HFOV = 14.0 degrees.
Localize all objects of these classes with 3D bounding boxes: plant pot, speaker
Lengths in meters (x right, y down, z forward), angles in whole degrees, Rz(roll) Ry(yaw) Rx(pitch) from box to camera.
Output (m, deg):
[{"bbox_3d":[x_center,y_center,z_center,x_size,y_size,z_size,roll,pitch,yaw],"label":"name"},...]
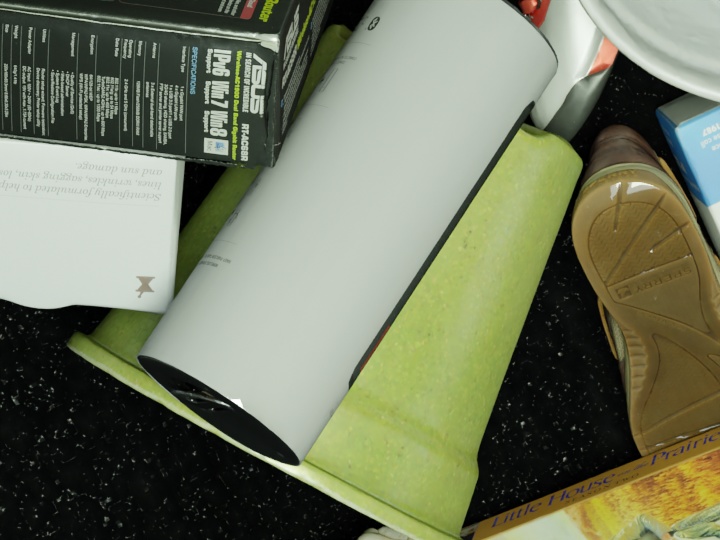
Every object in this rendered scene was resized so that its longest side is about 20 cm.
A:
[{"bbox_3d":[0.000,0.000,1.296,0.200,0.200,0.185,28,88,-8],"label":"plant pot"},{"bbox_3d":[-0.006,-0.023,1.176,0.081,0.081,0.200,35,76,-9],"label":"speaker"}]

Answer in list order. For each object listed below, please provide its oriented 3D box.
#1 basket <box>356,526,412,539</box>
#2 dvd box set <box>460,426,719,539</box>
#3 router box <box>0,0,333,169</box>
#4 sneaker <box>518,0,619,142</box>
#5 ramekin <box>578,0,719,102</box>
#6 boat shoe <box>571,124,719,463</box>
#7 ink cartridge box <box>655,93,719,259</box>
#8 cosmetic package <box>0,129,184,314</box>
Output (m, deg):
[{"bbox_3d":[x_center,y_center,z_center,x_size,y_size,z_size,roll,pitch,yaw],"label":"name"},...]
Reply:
[{"bbox_3d":[0.048,0.246,1.306,0.198,0.161,0.201,13,114,23],"label":"basket"},{"bbox_3d":[0.136,0.163,1.371,0.199,0.029,0.147,-23,103,21],"label":"dvd box set"},{"bbox_3d":[-0.090,-0.121,1.209,0.149,0.200,0.062,7,121,6],"label":"router box"},{"bbox_3d":[0.080,-0.165,1.316,0.108,0.067,0.202,18,97,-5],"label":"sneaker"},{"bbox_3d":[0.175,-0.178,1.215,0.199,0.105,0.201,0,118,0],"label":"ramekin"},{"bbox_3d":[0.145,0.020,1.354,0.072,0.072,0.200,-19,123,12],"label":"boat shoe"},{"bbox_3d":[0.230,-0.005,1.352,0.116,0.067,0.201,-25,101,1],"label":"ink cartridge box"},{"bbox_3d":[-0.127,-0.068,1.253,0.112,0.200,0.081,4,120,-4],"label":"cosmetic package"}]
